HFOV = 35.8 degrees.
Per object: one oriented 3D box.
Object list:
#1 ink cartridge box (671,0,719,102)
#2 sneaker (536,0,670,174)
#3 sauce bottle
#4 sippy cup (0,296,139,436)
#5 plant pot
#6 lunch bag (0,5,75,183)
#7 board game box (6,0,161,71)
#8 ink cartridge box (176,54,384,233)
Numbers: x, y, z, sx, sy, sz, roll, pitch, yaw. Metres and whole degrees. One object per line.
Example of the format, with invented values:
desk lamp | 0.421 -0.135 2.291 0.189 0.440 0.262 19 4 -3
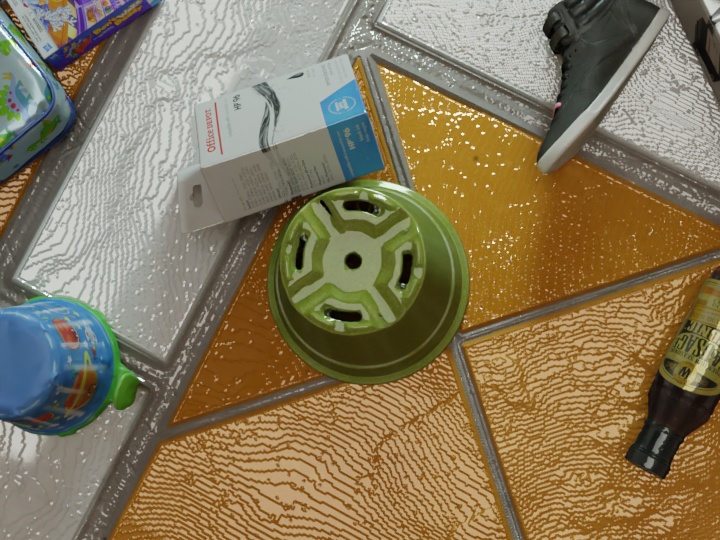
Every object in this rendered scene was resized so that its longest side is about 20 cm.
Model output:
ink cartridge box | 0.391 -0.233 1.040 0.144 0.084 0.201 -24 83 2
sneaker | 0.201 -0.190 1.061 0.099 0.071 0.201 34 82 9
sauce bottle | 0.309 0.095 1.023 0.066 0.066 0.201 27 86 6
sippy cup | -0.307 0.088 1.037 0.177 0.130 0.140 -21 83 3
plant pot | 0.000 0.000 0.993 0.199 0.190 0.202 -1 83 5
lunch bag | -0.395 -0.183 1.096 0.161 0.082 0.200 -40 83 -1
board game box | -0.307 -0.324 1.122 0.134 0.045 0.201 -34 83 0
ink cartridge box | -0.089 -0.119 1.045 0.199 0.068 0.116 -19 39 2
